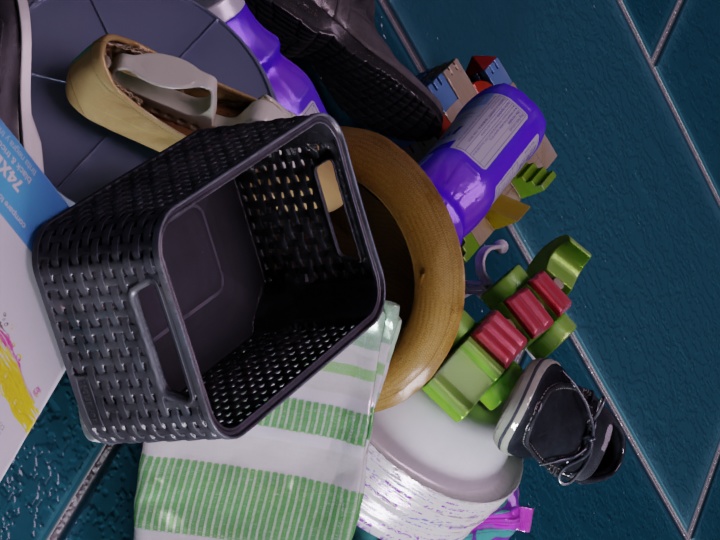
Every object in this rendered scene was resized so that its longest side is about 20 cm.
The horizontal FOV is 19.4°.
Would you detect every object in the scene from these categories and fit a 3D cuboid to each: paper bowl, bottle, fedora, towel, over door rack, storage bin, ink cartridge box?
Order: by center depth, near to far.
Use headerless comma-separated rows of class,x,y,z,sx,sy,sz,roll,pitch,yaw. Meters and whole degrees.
ink cartridge box,-0.262,0.032,1.160,0.146,0.147,0.200,56,43,-33
storage bin,-0.083,0.003,1.217,0.200,0.094,0.135,-38,117,-51
towel,-0.063,0.106,1.356,0.152,0.023,0.200,9,99,-11
fedora,0.000,0.000,1.431,0.082,0.200,0.201,3,81,-58
bottle,-0.067,-0.107,1.499,0.200,0.083,0.065,64,37,-26
paper bowl,0.036,0.095,1.530,0.200,0.104,0.201,32,29,-21
bottle,0.068,-0.062,1.580,0.065,0.084,0.200,42,47,-3
over door rack,0.093,0.055,1.652,0.067,0.148,0.200,-46,121,-33

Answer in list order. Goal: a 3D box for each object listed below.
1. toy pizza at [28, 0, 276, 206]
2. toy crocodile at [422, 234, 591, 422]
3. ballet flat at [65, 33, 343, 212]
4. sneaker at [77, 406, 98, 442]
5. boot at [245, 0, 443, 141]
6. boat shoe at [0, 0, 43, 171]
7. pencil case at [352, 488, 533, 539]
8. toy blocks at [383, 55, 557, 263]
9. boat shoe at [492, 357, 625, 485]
toy pizza,-0.148,-0.104,1.377,0.200,0.032,0.201,11,58,-19
toy crocodile,0.106,0.041,1.497,0.068,0.062,0.200,48,43,3
ballet flat,-0.090,-0.093,1.339,0.200,0.063,0.069,20,54,-14
sneaker,-0.126,0.020,1.387,0.104,0.075,0.201,12,69,-22
boot,0.002,-0.199,1.608,0.200,0.070,0.132,39,53,-27
boat shoe,-0.240,-0.115,1.286,0.060,0.074,0.200,-1,80,-37
pencil case,0.045,0.194,1.604,0.200,0.092,0.085,-12,113,-56
toy blocks,0.079,-0.107,1.724,0.137,0.100,0.200,58,43,-14
boat shoe,0.145,0.111,1.491,0.075,0.062,0.200,-62,156,-4
